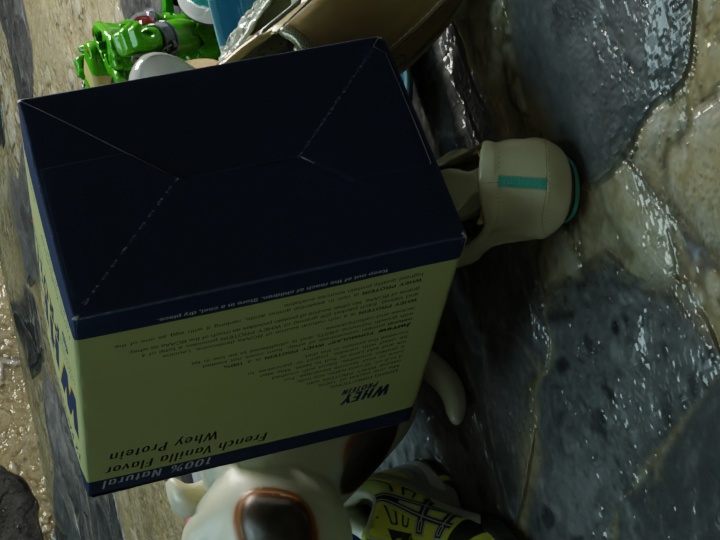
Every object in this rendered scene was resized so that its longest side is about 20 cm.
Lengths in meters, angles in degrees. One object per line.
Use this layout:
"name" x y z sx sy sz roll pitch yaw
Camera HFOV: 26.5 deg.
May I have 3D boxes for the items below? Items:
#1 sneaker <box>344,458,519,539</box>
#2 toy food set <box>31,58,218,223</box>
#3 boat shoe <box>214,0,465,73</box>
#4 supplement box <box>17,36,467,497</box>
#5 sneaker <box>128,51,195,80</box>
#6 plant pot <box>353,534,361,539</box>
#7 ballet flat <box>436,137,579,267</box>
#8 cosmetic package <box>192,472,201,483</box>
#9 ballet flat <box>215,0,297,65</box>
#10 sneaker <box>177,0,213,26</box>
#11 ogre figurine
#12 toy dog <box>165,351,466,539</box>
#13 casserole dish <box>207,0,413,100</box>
"sneaker" 0.045 0.184 0.968 0.200 0.076 0.076 -152 56 -64
"toy food set" -0.166 -0.092 1.165 0.049 0.198 0.200 58 169 -30
"boat shoe" -0.022 -0.122 0.846 0.072 0.200 0.076 52 -169 0
"supplement box" -0.070 0.002 0.831 0.200 0.199 0.135 101 153 -57
"sneaker" -0.086 -0.088 1.040 0.200 0.070 0.080 49 149 20
"plant pot" -0.056 0.296 1.121 0.200 0.179 0.200 108 145 -51
"ballet flat" 0.052 -0.038 0.859 0.200 0.069 0.070 156 103 -69
"cosmetic package" -0.088 0.161 1.309 0.200 0.081 0.113 145 113 -67
"ballet flat" -0.039 -0.150 0.917 0.200 0.072 0.072 -59 34 12
"sneaker" -0.150 -0.293 1.248 0.200 0.083 0.121 46 146 45
"ogre figurine" -0.171 -0.192 1.307 0.200 0.120 0.098 127 125 -65
"toy dog" -0.041 0.126 0.955 0.140 0.193 0.200 93 -169 -50
"casserole dish" -0.030 -0.153 0.983 0.039 0.121 0.201 20 -129 -63
